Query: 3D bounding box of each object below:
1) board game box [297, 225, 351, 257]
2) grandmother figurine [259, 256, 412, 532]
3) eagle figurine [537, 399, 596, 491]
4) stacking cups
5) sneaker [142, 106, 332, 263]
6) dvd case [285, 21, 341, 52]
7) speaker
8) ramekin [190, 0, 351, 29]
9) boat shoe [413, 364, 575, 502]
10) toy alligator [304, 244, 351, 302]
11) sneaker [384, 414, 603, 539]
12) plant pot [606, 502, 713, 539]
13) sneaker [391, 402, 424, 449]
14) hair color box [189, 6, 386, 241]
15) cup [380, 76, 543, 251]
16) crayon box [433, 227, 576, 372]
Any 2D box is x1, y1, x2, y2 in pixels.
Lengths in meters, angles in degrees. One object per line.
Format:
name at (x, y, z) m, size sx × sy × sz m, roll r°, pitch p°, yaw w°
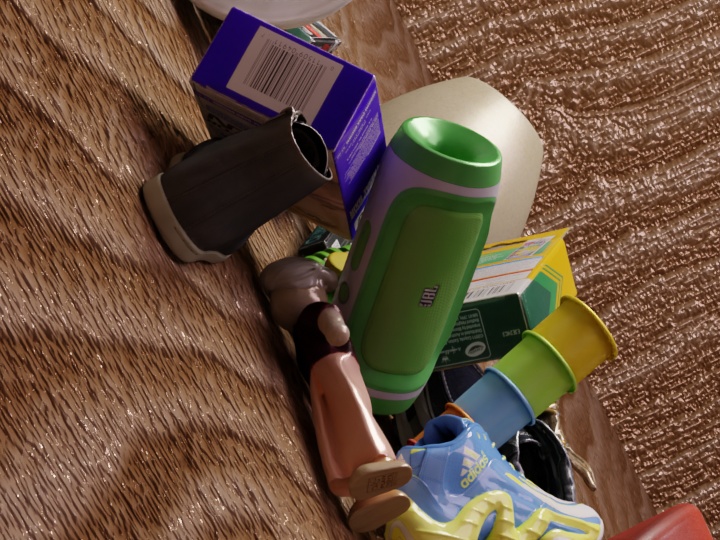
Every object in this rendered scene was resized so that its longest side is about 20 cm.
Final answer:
board game box at (0.012, 0.008, 1.849) m, size 0.136 × 0.028 × 0.200 m, roll 67°, pitch 21°, yaw -13°
grandmother figurine at (-0.020, 0.069, 1.559) m, size 0.122 × 0.060 × 0.200 m, roll 103°, pitch -29°, yaw -48°
eagle figurine at (0.107, 0.114, 2.079) m, size 0.199 × 0.152 × 0.152 m, roll 24°, pitch -15°, yaw -30°
stacking cups at (0.091, 0.098, 1.664) m, size 0.061 × 0.200 × 0.061 m, roll 48°, pitch -16°, yaw 18°
sneaker at (-0.064, -0.057, 1.473) m, size 0.075 × 0.106 × 0.200 m, roll 63°, pitch 8°, yaw -6°
dvd case at (-0.086, -0.238, 1.996) m, size 0.146 × 0.022 × 0.200 m, roll 41°, pitch 9°, yaw 1°
speaker at (0.032, -0.002, 1.620) m, size 0.089 × 0.088 × 0.201 m, roll -90°, pitch -162°, yaw -65°
ramekin at (-0.071, -0.284, 1.848) m, size 0.094 × 0.202 × 0.203 m, roll 95°, pitch -30°, yaw -85°
boat shoe at (0.106, 0.124, 1.771) m, size 0.071 × 0.091 × 0.201 m, roll -2°, pitch 55°, yaw -31°
toy alligator at (0.000, 0.000, 1.731) m, size 0.054 × 0.059 × 0.200 m, roll 35°, pitch 33°, yaw 23°
sneaker at (0.096, 0.150, 1.608) m, size 0.200 × 0.076 × 0.106 m, roll 1°, pitch 81°, yaw -48°
plant pot at (0.164, 0.293, 1.619) m, size 0.176 × 0.199 × 0.201 m, roll 9°, pitch 55°, yaw -65°
sneaker at (0.084, 0.162, 1.843) m, size 0.201 × 0.079 × 0.074 m, roll 64°, pitch 10°, yaw 10°
hair color box at (-0.044, -0.095, 1.572) m, size 0.109 × 0.065 × 0.200 m, roll 27°, pitch -11°, yaw 11°
cup at (0.079, -0.086, 2.068) m, size 0.200 × 0.143 × 0.200 m, roll 41°, pitch -14°, yaw 12°
crayon box at (0.093, 0.025, 1.815) m, size 0.200 × 0.125 × 0.052 m, roll -44°, pitch 120°, yaw -67°
